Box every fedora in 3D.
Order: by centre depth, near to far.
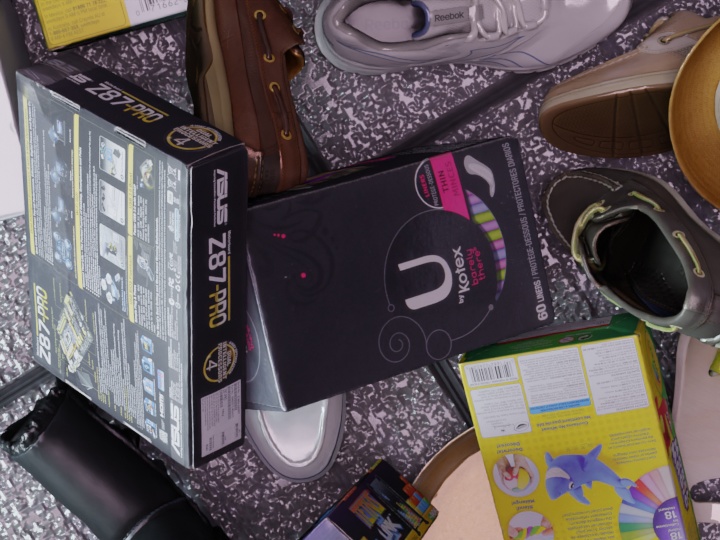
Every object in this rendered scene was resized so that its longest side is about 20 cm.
[{"bbox_3d":[0.284,-0.085,1.366,0.200,0.082,0.201,-6,131,-7],"label":"fedora"}]

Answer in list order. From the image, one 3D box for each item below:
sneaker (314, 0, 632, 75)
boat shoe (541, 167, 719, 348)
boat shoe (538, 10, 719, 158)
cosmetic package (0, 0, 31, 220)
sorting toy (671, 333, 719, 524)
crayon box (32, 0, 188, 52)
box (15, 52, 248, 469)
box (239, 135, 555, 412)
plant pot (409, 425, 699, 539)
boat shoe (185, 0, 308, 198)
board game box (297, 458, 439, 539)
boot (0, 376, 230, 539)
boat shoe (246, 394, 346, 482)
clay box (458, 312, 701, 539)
[{"bbox_3d":[0.071,-0.154,1.408,0.200,0.087,0.075,-9,94,2],"label":"sneaker"},{"bbox_3d":[0.165,-0.016,1.367,0.060,0.202,0.072,13,107,-34],"label":"boat shoe"},{"bbox_3d":[0.205,-0.125,1.422,0.200,0.072,0.065,-15,55,4],"label":"boat shoe"},{"bbox_3d":[-0.251,-0.125,1.409,0.081,0.113,0.200,-16,96,3],"label":"cosmetic package"},{"bbox_3d":[0.273,0.094,1.421,0.200,0.107,0.180,22,100,0],"label":"sorting toy"},{"bbox_3d":[-0.160,-0.249,1.423,0.127,0.051,0.200,-15,95,3],"label":"crayon box"},{"bbox_3d":[-0.133,-0.006,1.317,0.161,0.049,0.200,27,128,38],"label":"box"},{"bbox_3d":[0.000,0.000,1.369,0.200,0.106,0.122,-18,98,-29],"label":"box"},{"bbox_3d":[0.119,0.186,1.468,0.200,0.027,0.200,0,95,2],"label":"plant pot"},{"bbox_3d":[-0.067,-0.127,1.344,0.067,0.072,0.200,2,58,-11],"label":"boat shoe"},{"bbox_3d":[-0.049,0.217,1.393,0.057,0.165,0.200,43,103,4],"label":"board game box"},{"bbox_3d":[-0.147,0.147,1.393,0.073,0.198,0.162,-44,99,2],"label":"boot"},{"bbox_3d":[-0.054,0.040,1.439,0.073,0.067,0.200,-10,95,3],"label":"boat shoe"},{"bbox_3d":[0.141,0.132,1.403,0.115,0.048,0.200,-10,108,17],"label":"clay box"}]
